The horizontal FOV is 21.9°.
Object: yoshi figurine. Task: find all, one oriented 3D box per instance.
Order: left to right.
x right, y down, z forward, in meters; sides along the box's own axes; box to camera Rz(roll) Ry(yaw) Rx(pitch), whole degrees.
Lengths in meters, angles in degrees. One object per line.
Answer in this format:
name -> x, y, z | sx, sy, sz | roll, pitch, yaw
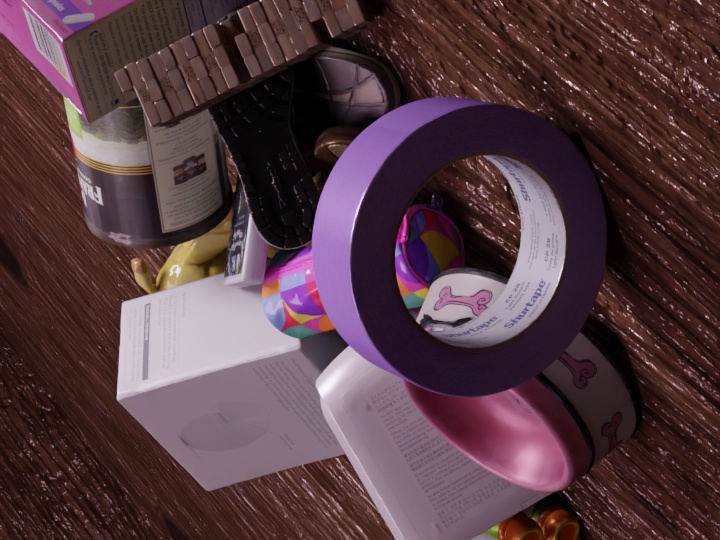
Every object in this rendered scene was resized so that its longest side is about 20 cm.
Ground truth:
yoshi figurine -> 0.107, 0.214, 1.740 | 0.200, 0.112, 0.113 | 45, 166, 43

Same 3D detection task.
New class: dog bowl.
dog bowl -> 0.117, 0.094, 1.464 | 0.200, 0.074, 0.200 | 33, 155, 17

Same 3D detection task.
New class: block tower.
block tower -> -0.089, -0.174, 1.459 | 0.058, 0.199, 0.054 | 66, -168, -1

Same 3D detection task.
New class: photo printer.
photo printer -> 0.067, 0.133, 1.612 | 0.200, 0.166, 0.069 | 59, -178, -7

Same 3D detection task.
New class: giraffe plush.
giraffe plush -> -0.142, -0.021, 1.968 | 0.173, 0.200, 0.162 | 54, -162, -23

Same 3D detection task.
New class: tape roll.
tape roll -> 0.069, -0.017, 1.278 | 0.066, 0.200, 0.201 | 19, 138, 63

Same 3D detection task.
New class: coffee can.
coffee can -> -0.202, -0.143, 1.745 | 0.146, 0.146, 0.201 | 39, 144, 45

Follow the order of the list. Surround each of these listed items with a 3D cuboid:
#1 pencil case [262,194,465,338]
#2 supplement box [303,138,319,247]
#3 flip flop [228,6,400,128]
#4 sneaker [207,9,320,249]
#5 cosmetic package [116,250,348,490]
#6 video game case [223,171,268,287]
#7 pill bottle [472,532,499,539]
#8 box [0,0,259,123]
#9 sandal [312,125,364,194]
pencil case -> 0.000, 0.000, 1.583 | 0.200, 0.088, 0.089 | -21, 103, 44
supplement box -> -0.003, -0.023, 1.692 | 0.200, 0.066, 0.069 | 52, 162, 15
flip flop -> -0.036, -0.173, 1.553 | 0.200, 0.058, 0.081 | 21, 132, 38
sneaker -> -0.084, -0.114, 1.541 | 0.088, 0.075, 0.201 | -179, 76, -87
cosmetic package -> -0.108, 0.103, 1.863 | 0.200, 0.199, 0.123 | 55, -154, -48
video game case -> -0.096, -0.077, 1.700 | 0.200, 0.023, 0.183 | 171, 107, -81
pill bottle -> 0.105, 0.300, 1.881 | 0.109, 0.109, 0.200 | 48, 160, 27
box -> -0.207, -0.252, 1.624 | 0.176, 0.200, 0.097 | 44, 157, 37
sandal -> -0.004, -0.092, 1.574 | 0.080, 0.054, 0.200 | 10, 165, 2
